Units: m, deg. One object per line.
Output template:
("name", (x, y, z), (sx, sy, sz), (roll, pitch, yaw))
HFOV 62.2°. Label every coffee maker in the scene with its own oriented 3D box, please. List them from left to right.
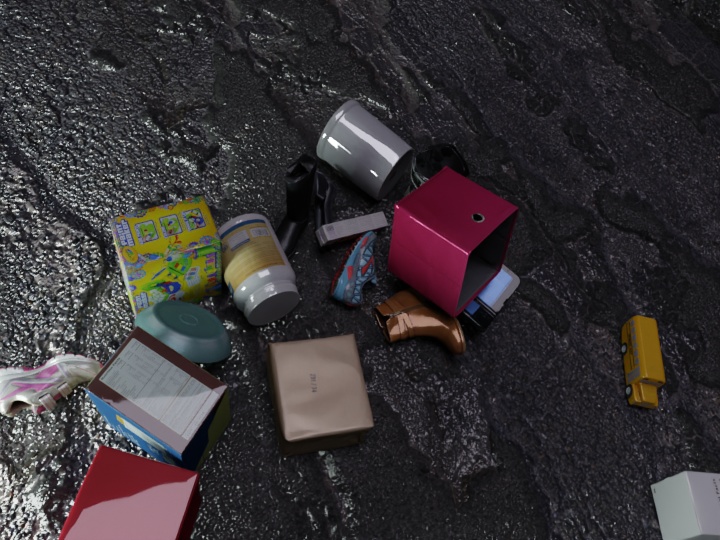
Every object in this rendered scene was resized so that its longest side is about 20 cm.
("coffee maker", (0.190, -0.212, 1.485), (0.134, 0.202, 0.191), (42, 58, 13))

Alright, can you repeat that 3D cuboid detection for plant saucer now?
("plant saucer", (-0.343, 0.110, 1.180), (0.195, 0.037, 0.201), (25, 15, -7))

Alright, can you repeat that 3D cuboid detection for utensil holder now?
("utensil holder", (0.013, -0.302, 1.520), (0.199, 0.171, 0.170), (39, 58, 8))

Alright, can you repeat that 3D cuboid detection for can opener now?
("can opener", (-0.093, -0.141, 1.459), (0.077, 0.063, 0.206), (14, 63, -38))

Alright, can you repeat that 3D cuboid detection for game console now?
("game console", (0.258, 0.020, 1.403), (0.199, 0.118, 0.175), (40, 23, 13))

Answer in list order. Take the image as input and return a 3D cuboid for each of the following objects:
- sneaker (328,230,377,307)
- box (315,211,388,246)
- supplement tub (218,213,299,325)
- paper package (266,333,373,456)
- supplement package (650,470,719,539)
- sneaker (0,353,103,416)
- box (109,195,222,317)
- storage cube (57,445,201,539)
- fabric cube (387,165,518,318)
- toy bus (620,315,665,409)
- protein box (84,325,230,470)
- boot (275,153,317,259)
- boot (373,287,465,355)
("sneaker", (0.000, 0.000, 1.396), (0.094, 0.079, 0.203), (34, 61, -11))
("box", (-0.018, -0.100, 1.428), (0.197, 0.038, 0.042), (-18, 81, -40))
("supplement tub", (-0.224, -0.002, 1.285), (0.141, 0.146, 0.203), (-19, 64, -23))
("paper package", (-0.084, 0.245, 1.195), (0.185, 0.104, 0.205), (-5, 59, -16))
("supplement package", (0.731, 0.496, 1.232), (0.193, 0.122, 0.123), (7, 57, -9))
("sneaker", (-0.576, 0.219, 1.108), (0.194, 0.082, 0.090), (-13, 63, -12))
("box", (-0.391, -0.023, 1.223), (0.188, 0.202, 0.124), (-18, 63, -24))
("storage cube", (-0.368, 0.421, 0.975), (0.194, 0.173, 0.184), (15, 55, -3))
("fabric cube", (0.197, -0.067, 1.302), (0.198, 0.203, 0.195), (36, 54, 27))
("toy bus", (0.669, 0.217, 1.414), (0.063, 0.079, 0.205), (13, 57, -5))
("protein box", (-0.352, 0.243, 1.069), (0.197, 0.200, 0.136), (31, 59, 7))
("boot", (-0.154, -0.139, 1.353), (0.064, 0.202, 0.168), (21, 56, 1))
("boot", (0.132, 0.127, 1.335), (0.152, 0.077, 0.203), (-19, 62, -25))
